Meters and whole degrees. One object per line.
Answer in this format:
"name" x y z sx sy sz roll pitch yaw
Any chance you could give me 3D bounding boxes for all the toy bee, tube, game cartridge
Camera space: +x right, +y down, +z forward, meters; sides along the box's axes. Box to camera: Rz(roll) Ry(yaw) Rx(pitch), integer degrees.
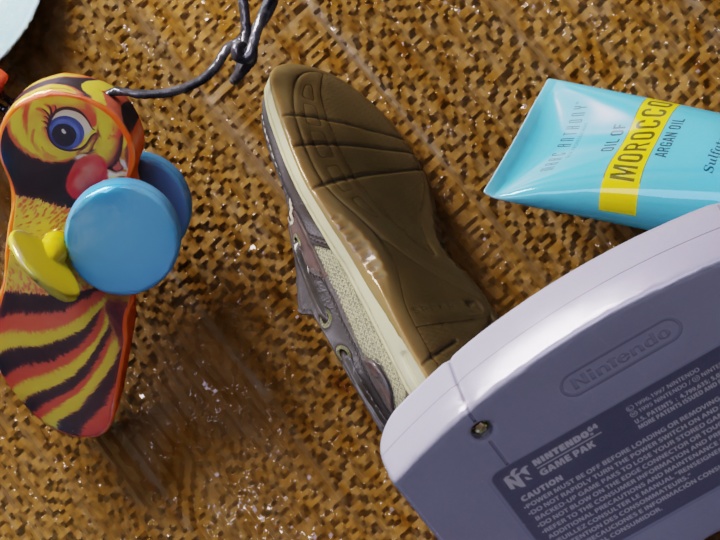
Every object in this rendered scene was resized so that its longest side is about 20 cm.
"toy bee" -0.122 -0.038 0.994 0.108 0.131 0.201 21 84 -4
"tube" 0.155 -0.035 0.945 0.199 0.051 0.078 13 41 21
"game cartridge" 0.114 0.050 0.895 0.199 0.133 0.042 -30 34 9

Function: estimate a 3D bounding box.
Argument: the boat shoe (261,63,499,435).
"boat shoe" 0.000 0.000 0.975 0.065 0.073 0.201 -53 49 35

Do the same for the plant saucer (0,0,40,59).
"plant saucer" -0.245 -0.145 1.075 0.199 0.039 0.202 7 59 -12
